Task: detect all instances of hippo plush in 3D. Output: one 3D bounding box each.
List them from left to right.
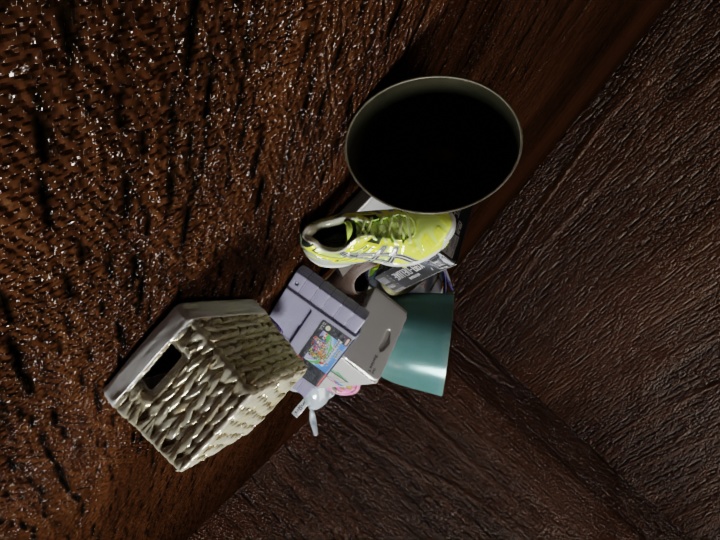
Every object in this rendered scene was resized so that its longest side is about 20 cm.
[{"bbox_3d":[-0.122,0.221,1.211,0.200,0.159,0.161,-52,143,-8],"label":"hippo plush"}]

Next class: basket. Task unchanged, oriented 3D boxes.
[{"bbox_3d":[-0.163,0.123,0.637,0.136,0.123,0.200,-47,170,8],"label":"basket"},{"bbox_3d":[0.091,-0.139,0.647,0.200,0.179,0.137,-33,122,-75],"label":"basket"}]

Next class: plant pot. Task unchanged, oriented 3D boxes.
[{"bbox_3d":[0.094,0.136,1.089,0.201,0.160,0.202,7,90,-83],"label":"plant pot"}]

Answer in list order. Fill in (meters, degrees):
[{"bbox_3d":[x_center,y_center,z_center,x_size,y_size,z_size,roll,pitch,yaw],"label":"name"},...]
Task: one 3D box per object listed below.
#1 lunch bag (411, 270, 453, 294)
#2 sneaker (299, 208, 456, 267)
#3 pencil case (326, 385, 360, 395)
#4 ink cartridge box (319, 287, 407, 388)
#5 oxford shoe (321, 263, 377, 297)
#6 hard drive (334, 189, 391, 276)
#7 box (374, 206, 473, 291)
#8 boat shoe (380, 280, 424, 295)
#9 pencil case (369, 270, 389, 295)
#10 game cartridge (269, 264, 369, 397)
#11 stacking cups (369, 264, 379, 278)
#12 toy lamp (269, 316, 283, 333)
[{"bbox_3d":[0.137,0.024,1.263,0.170,0.123,0.201,-102,-161,-62],"label":"lunch bag"},{"bbox_3d":[0.019,-0.040,0.679,0.198,0.076,0.076,-11,171,11],"label":"sneaker"},{"bbox_3d":[-0.020,0.163,1.159,0.201,0.082,0.087,-69,146,-48],"label":"pencil case"},{"bbox_3d":[-0.028,0.124,0.977,0.200,0.084,0.145,-21,-144,53],"label":"ink cartridge box"},{"bbox_3d":[-0.033,0.028,0.936,0.071,0.073,0.200,-36,165,-44],"label":"oxford shoe"},{"bbox_3d":[0.024,-0.090,0.812,0.200,0.027,0.132,-46,159,-9],"label":"hard drive"},{"bbox_3d":[0.110,-0.078,0.872,0.158,0.050,0.201,-31,-148,55],"label":"box"},{"bbox_3d":[0.119,-0.019,1.090,0.200,0.073,0.063,-34,173,-34],"label":"boat shoe"},{"bbox_3d":[0.035,0.038,1.194,0.082,0.091,0.200,-7,159,-7],"label":"pencil case"},{"bbox_3d":[-0.085,0.101,0.843,0.200,0.129,0.038,-55,176,33],"label":"game cartridge"},{"bbox_3d":[0.000,0.000,1.023,0.060,0.061,0.200,-40,170,-32],"label":"stacking cups"},{"bbox_3d":[-0.193,0.144,0.776,0.200,0.058,0.058,-44,169,-19],"label":"toy lamp"}]
